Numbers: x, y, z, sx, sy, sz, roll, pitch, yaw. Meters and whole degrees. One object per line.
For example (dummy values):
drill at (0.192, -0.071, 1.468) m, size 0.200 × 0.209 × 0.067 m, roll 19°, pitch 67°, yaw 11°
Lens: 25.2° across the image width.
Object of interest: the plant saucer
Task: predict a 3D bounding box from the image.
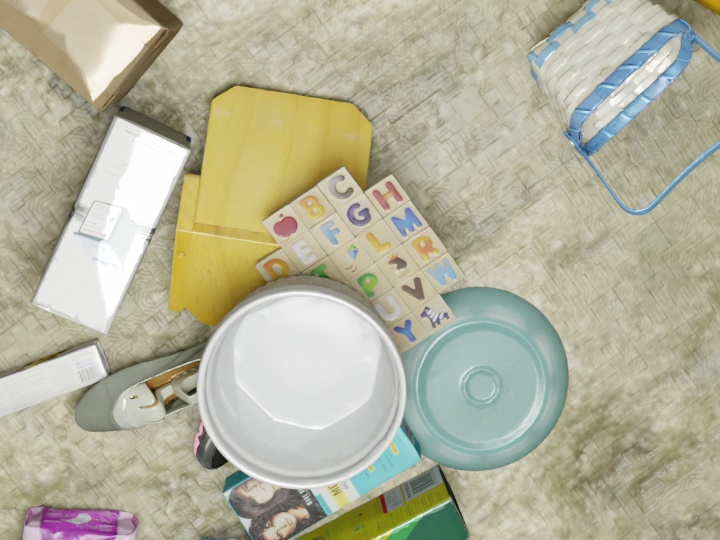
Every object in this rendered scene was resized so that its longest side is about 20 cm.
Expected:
plant saucer at (0.126, 0.120, 1.710) m, size 0.198 × 0.036 × 0.202 m, roll -1°, pitch 99°, yaw -3°

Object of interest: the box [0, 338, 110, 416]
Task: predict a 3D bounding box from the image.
box at (-0.359, 0.124, 1.675) m, size 0.199 × 0.039 × 0.042 m, roll -21°, pitch 99°, yaw -1°

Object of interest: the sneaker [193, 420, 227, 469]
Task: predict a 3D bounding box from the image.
sneaker at (-0.083, 0.154, 1.659) m, size 0.200 × 0.079 × 0.096 m, roll -38°, pitch 69°, yaw 11°

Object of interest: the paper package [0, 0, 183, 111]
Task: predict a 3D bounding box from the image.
paper package at (-0.281, -0.262, 1.547) m, size 0.200 × 0.191 × 0.104 m, roll 40°, pitch 98°, yaw -8°

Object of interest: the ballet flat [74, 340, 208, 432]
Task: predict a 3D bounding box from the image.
ballet flat at (-0.198, 0.123, 1.658) m, size 0.199 × 0.064 × 0.068 m, roll -24°, pitch 124°, yaw -8°

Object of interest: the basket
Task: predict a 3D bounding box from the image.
basket at (0.279, -0.179, 1.613) m, size 0.176 × 0.139 × 0.200 m, roll -39°, pitch 69°, yaw 3°

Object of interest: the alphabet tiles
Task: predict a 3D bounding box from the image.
alphabet tiles at (0.000, 0.000, 1.587) m, size 0.166 × 0.006 × 0.200 m, roll -32°, pitch 112°, yaw 13°

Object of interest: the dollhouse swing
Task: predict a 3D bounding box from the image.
dollhouse swing at (-0.086, -0.059, 1.669) m, size 0.198 × 0.177 × 0.182 m, roll 7°, pitch 139°, yaw -5°

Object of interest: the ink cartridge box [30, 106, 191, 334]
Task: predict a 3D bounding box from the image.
ink cartridge box at (-0.245, -0.053, 1.602) m, size 0.085 × 0.146 × 0.201 m, roll 23°, pitch 97°, yaw -9°

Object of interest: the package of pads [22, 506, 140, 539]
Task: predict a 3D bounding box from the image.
package of pads at (-0.299, 0.354, 1.695) m, size 0.120 × 0.076 × 0.202 m, roll 4°, pitch 98°, yaw -7°

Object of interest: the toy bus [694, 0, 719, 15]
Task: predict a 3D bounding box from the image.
toy bus at (0.448, -0.266, 1.659) m, size 0.199 × 0.065 × 0.079 m, roll 28°, pitch 96°, yaw -7°

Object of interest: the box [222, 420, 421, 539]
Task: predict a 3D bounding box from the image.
box at (-0.040, 0.210, 1.695) m, size 0.199 × 0.049 × 0.083 m, roll -32°, pitch 99°, yaw 7°

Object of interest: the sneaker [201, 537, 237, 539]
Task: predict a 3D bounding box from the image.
sneaker at (-0.110, 0.356, 1.716) m, size 0.076 × 0.077 × 0.201 m, roll -39°, pitch 118°, yaw -27°

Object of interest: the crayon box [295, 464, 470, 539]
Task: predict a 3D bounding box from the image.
crayon box at (0.011, 0.285, 1.681) m, size 0.199 × 0.127 × 0.051 m, roll -27°, pitch 99°, yaw 2°

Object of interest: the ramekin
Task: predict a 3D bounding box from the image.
ramekin at (-0.055, 0.100, 1.558) m, size 0.199 × 0.105 × 0.202 m, roll 0°, pitch 106°, yaw 0°
